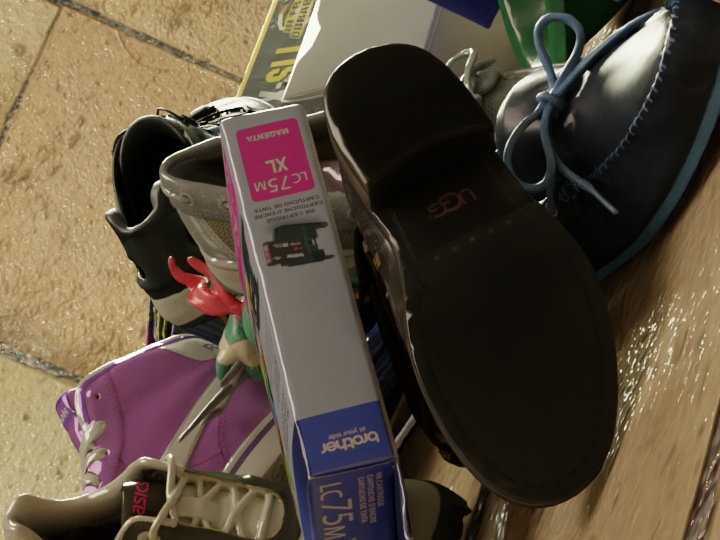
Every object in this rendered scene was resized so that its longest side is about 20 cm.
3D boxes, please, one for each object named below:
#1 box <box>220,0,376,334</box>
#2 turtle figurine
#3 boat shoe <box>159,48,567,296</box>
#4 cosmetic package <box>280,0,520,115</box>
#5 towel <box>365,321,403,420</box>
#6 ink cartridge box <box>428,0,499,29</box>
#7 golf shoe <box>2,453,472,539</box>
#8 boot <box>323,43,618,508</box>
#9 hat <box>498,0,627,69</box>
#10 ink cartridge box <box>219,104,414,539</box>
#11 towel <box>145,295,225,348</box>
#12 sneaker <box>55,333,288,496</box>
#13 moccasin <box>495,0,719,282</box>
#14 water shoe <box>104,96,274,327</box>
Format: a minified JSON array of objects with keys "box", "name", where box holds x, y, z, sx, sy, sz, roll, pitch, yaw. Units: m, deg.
[{"box":[-0.016,-0.034,1.594,0.160,0.049,0.201,57,-140,-40],"name":"box"},{"box":[0.000,0.000,1.328,0.200,0.149,0.101,-48,-49,-39],"name":"turtle figurine"},{"box":[0.015,-0.046,1.234,0.201,0.065,0.075,-14,45,23],"name":"boat shoe"},{"box":[0.033,-0.116,1.552,0.107,0.090,0.201,64,-150,-32],"name":"cosmetic package"},{"box":[-0.009,0.088,1.487,0.145,0.024,0.201,-52,-12,-55],"name":"towel"},{"box":[0.084,-0.217,1.407,0.076,0.136,0.201,-62,-3,-67],"name":"ink cartridge box"},{"box":[-0.054,0.116,1.211,0.199,0.088,0.078,-15,43,25],"name":"golf shoe"},{"box":[0.042,0.027,1.087,0.174,0.069,0.201,82,168,-59],"name":"boot"},{"box":[0.144,-0.184,1.302,0.166,0.175,0.201,-109,7,-49],"name":"hat"},{"box":[-0.014,0.050,1.137,0.120,0.042,0.201,85,169,-55],"name":"ink cartridge box"},{"box":[-0.069,0.094,1.541,0.143,0.023,0.201,27,-120,-56],"name":"towel"},{"box":[-0.114,0.117,1.374,0.201,0.114,0.073,-50,-20,-23],"name":"sneaker"},{"box":[0.078,-0.040,1.088,0.200,0.068,0.081,122,170,-58],"name":"moccasin"},{"box":[-0.078,-0.052,1.439,0.071,0.079,0.200,-29,24,14],"name":"water shoe"}]
